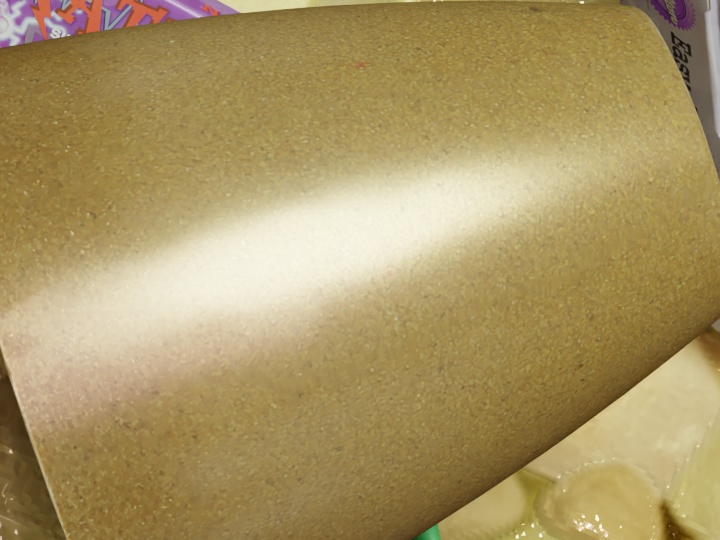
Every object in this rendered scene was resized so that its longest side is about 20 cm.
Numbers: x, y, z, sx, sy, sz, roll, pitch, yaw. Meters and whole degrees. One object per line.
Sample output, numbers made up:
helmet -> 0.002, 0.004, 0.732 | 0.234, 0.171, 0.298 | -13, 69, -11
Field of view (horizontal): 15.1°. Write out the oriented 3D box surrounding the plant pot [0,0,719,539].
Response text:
plant pot -> 0.000, 0.000, 0.781 | 0.199, 0.186, 0.187 | -18, 87, -3

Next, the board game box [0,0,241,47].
board game box -> -0.104, -0.051, 0.859 | 0.200, 0.032, 0.120 | 27, 109, -12

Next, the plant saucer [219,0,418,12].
plant saucer -> -0.065, -0.151, 0.913 | 0.200, 0.048, 0.200 | 26, 74, -12

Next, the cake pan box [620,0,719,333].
cake pan box -> 0.169, -0.095, 0.906 | 0.184, 0.200, 0.052 | -42, 55, -19

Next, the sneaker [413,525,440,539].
sneaker -> -0.022, 0.106, 0.860 | 0.074, 0.083, 0.201 | 28, 73, -40
